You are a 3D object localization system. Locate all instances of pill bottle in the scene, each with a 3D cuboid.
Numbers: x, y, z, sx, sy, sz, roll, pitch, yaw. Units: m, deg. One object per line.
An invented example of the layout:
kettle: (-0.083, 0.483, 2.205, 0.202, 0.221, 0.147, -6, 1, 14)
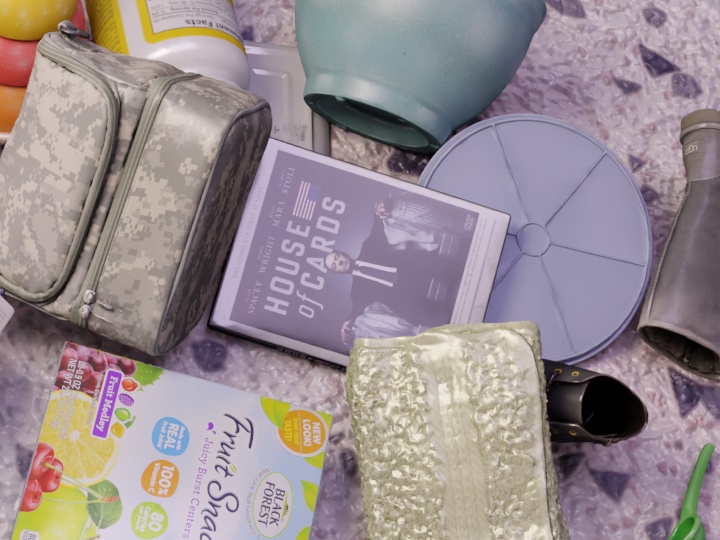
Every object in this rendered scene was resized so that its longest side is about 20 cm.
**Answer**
pill bottle: (-0.148, -0.176, 1.748, 0.113, 0.115, 0.201, -4, 59, -19)

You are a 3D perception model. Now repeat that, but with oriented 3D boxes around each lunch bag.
lunch bag: (-0.177, -0.055, 1.601, 0.167, 0.202, 0.139, 22, 13, 9)

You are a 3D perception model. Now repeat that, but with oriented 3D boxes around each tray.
tray: (-0.074, -0.105, 1.781, 0.106, 0.022, 0.201, 7, 56, -13)

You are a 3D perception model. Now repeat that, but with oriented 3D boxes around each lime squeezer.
lime squeezer: (0.255, 0.211, 1.662, 0.070, 0.038, 0.201, 0, 57, -17)

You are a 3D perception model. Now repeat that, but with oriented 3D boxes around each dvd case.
dvd case: (0.000, 0.000, 1.698, 0.198, 0.025, 0.152, 17, 79, -6)

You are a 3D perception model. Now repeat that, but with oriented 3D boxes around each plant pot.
plant pot: (0.030, -0.174, 1.771, 0.199, 0.200, 0.135, 21, 81, -2)

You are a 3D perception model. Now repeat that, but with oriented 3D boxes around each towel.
towel: (0.067, 0.138, 1.589, 0.147, 0.036, 0.202, -9, 82, 9)

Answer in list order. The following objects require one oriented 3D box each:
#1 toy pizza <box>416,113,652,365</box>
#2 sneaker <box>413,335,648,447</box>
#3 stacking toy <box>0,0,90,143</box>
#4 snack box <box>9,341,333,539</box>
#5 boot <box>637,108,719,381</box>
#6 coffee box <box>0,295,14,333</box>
toy pizza: (0.130, -0.022, 1.757, 0.198, 0.032, 0.202, 2, 79, -12)
sneaker: (0.105, 0.086, 1.637, 0.198, 0.106, 0.076, 5, 87, -20)
stacking toy: (-0.255, -0.204, 1.681, 0.145, 0.201, 0.147, 8, 55, -11)
snack box: (-0.132, 0.158, 1.563, 0.198, 0.068, 0.170, 16, 56, -8)
boot: (0.304, -0.008, 1.798, 0.181, 0.072, 0.202, 23, 58, -24)
coffee box: (-0.332, 0.084, 1.507, 0.080, 0.114, 0.201, 47, 47, -24)
